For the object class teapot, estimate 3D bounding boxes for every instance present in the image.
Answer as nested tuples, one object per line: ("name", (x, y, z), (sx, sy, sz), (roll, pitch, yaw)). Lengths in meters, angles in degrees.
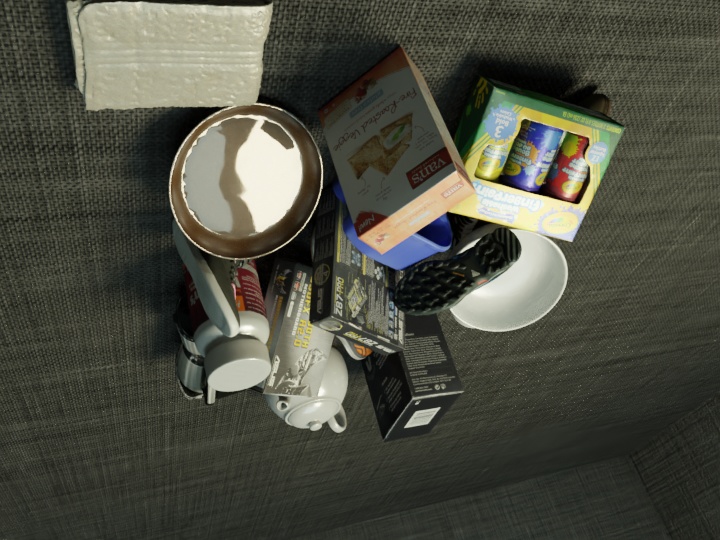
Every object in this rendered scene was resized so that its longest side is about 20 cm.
("teapot", (-0.104, 0.256, 1.337), (0.195, 0.149, 0.199), (-5, 146, -23))

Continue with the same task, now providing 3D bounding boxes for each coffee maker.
("coffee maker", (-0.219, 0.109, 1.093), (0.190, 0.135, 0.202), (-29, 158, -32))

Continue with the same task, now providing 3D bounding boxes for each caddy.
("caddy", (0.054, -0.089, 0.905), (0.104, 0.144, 0.198), (-33, 147, 28))

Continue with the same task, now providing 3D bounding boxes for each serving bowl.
("serving bowl", (0.226, 0.001, 1.041), (0.194, 0.067, 0.204), (0, 127, 1))

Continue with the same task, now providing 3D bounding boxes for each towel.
("towel", (-0.193, -0.224, 0.668), (0.195, 0.035, 0.134), (-6, 147, -22))

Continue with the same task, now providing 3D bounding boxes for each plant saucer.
("plant saucer", (-0.141, -0.111, 0.810), (0.196, 0.032, 0.204), (-14, 125, -21))

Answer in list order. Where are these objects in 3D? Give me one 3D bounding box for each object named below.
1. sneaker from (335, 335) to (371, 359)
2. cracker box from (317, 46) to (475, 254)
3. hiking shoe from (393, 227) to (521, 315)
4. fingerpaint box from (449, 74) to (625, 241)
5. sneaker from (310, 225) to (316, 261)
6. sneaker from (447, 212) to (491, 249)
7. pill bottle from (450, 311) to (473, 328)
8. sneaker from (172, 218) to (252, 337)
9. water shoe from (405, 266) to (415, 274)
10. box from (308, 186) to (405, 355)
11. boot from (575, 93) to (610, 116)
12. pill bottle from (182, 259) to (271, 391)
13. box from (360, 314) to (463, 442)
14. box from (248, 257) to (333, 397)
("sneaker", (0.012, 0.100, 1.227), (0.110, 0.079, 0.200), (-24, 148, 10))
("cracker box", (0.035, -0.141, 0.757), (0.132, 0.204, 0.057), (-32, 147, 21))
("hiking shoe", (0.142, 0.013, 0.938), (0.196, 0.076, 0.087), (-25, 165, 6))
("fingerpaint box", (0.223, -0.146, 0.871), (0.195, 0.074, 0.170), (12, 116, -16))
("sneaker", (0.000, 0.000, 1.021), (0.110, 0.073, 0.201), (0, 143, 25))
("sneaker", (0.202, -0.108, 1.034), (0.113, 0.077, 0.201), (-19, 159, -9))
("pill bottle", (0.236, 0.017, 1.191), (0.109, 0.113, 0.202), (-4, 145, -23))
("sneaker", (-0.175, -0.006, 0.867), (0.097, 0.202, 0.072), (-15, 143, -27))
("water shoe", (0.058, 0.018, 1.156), (0.077, 0.073, 0.201), (-5, 149, 21))
("box", (0.002, 0.002, 0.938), (0.048, 0.205, 0.160), (-18, 148, 36))
("boot", (0.262, -0.190, 0.924), (0.200, 0.075, 0.096), (-45, 135, 15))
("pill bottle", (-0.191, 0.061, 0.938), (0.107, 0.204, 0.111), (-13, 149, -8))
("box", (0.095, 0.204, 1.312), (0.114, 0.204, 0.198), (-4, 146, -21))
("box", (-0.101, 0.097, 1.045), (0.047, 0.205, 0.158), (12, 174, 31))
